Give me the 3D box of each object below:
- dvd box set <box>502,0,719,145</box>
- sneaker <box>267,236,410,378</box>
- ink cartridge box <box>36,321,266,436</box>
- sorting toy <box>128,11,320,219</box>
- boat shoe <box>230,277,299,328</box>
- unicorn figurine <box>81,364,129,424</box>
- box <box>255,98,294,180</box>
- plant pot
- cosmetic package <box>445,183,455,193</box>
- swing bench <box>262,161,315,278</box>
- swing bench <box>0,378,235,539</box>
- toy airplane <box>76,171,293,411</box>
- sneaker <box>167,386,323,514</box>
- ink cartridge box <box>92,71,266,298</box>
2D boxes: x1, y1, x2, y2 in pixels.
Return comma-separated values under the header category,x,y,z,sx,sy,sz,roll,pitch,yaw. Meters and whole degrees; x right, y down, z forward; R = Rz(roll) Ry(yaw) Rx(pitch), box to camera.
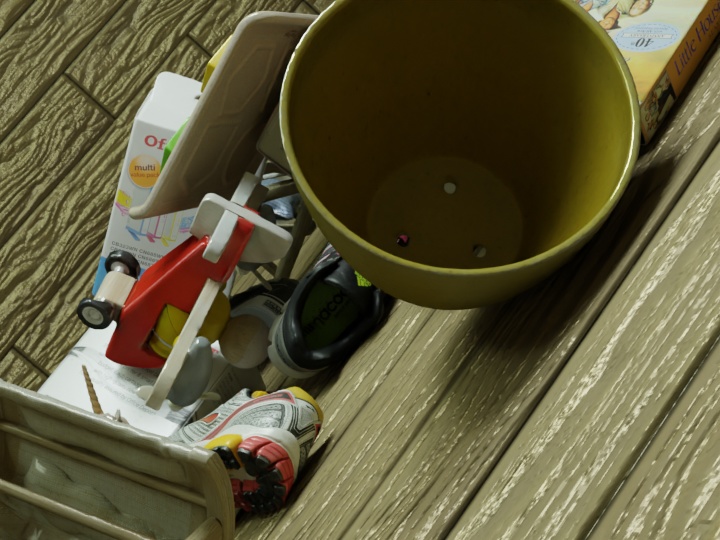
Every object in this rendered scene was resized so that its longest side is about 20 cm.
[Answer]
category,x,y,z,sx,sy,sz,roll,pitch,yaw
dvd box set,0.165,-0.167,0.965,0.145,0.029,0.201,12,56,41
sneaker,0.000,0.000,1.151,0.201,0.073,0.087,-55,10,-3
ink cartridge box,-0.198,0.130,1.284,0.201,0.146,0.083,-52,-32,-22
sorting toy,-0.101,-0.132,1.210,0.201,0.036,0.185,-55,-11,18
boat shoe,-0.127,0.057,1.479,0.199,0.074,0.068,-35,14,46
unicorn figurine,-0.198,0.188,1.149,0.137,0.199,0.074,-40,-34,-24
box,0.016,-0.140,1.284,0.128,0.109,0.200,-58,-10,21
plant pot,0.054,-0.057,0.872,0.201,0.199,0.142,-53,-15,-21
cosmetic package,0.110,-0.114,1.092,0.200,0.071,0.101,-49,10,2
swing bench,-0.044,-0.116,1.553,0.200,0.130,0.199,-37,15,48
swing bench,-0.203,0.186,0.900,0.201,0.197,0.130,-55,-31,-35
toy airplane,-0.118,0.019,1.195,0.200,0.141,0.199,-48,18,-6
sneaker,-0.090,0.133,1.067,0.199,0.078,0.082,-19,26,53
ink cartridge box,-0.161,-0.072,1.387,0.125,0.127,0.202,-90,15,-70
